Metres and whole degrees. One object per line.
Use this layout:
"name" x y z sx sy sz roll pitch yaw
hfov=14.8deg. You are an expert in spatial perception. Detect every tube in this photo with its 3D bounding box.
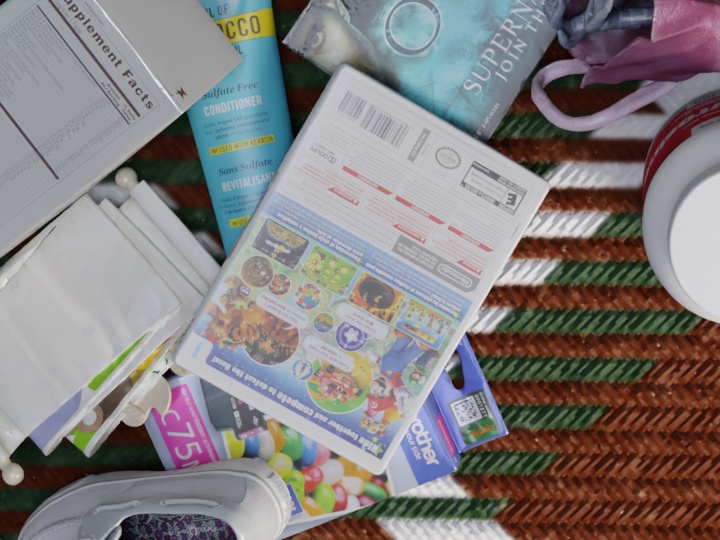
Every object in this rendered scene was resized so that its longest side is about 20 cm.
"tube" -0.073 -0.097 1.636 0.077 0.050 0.201 -13 96 3

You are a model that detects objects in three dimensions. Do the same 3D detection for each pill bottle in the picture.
"pill bottle" 0.211 -0.034 1.536 0.112 0.200 0.113 1 102 5

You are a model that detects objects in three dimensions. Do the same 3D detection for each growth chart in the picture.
"growth chart" -0.170 0.037 1.667 0.200 0.018 0.145 -36 79 11

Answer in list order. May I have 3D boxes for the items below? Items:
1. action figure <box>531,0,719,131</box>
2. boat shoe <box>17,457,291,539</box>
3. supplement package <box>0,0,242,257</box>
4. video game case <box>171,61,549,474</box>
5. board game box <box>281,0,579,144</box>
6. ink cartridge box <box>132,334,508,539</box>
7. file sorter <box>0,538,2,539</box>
"action figure" 0.213 -0.130 1.556 0.199 0.134 0.149 3 125 -19
"boat shoe" -0.134 0.163 1.656 0.199 0.068 0.072 -8 106 31
"supplement package" -0.186 -0.094 1.593 0.200 0.110 0.114 -34 97 25
"video game case" 0.000 0.000 1.617 0.143 0.018 0.200 29 96 -10
"board game box" 0.062 -0.180 1.609 0.135 0.028 0.200 32 103 -2
"ink cartridge box" -0.024 0.088 1.671 0.199 0.042 0.120 -22 99 9
"file sorter" -0.252 0.256 1.688 0.139 0.125 0.200 -40 95 12
